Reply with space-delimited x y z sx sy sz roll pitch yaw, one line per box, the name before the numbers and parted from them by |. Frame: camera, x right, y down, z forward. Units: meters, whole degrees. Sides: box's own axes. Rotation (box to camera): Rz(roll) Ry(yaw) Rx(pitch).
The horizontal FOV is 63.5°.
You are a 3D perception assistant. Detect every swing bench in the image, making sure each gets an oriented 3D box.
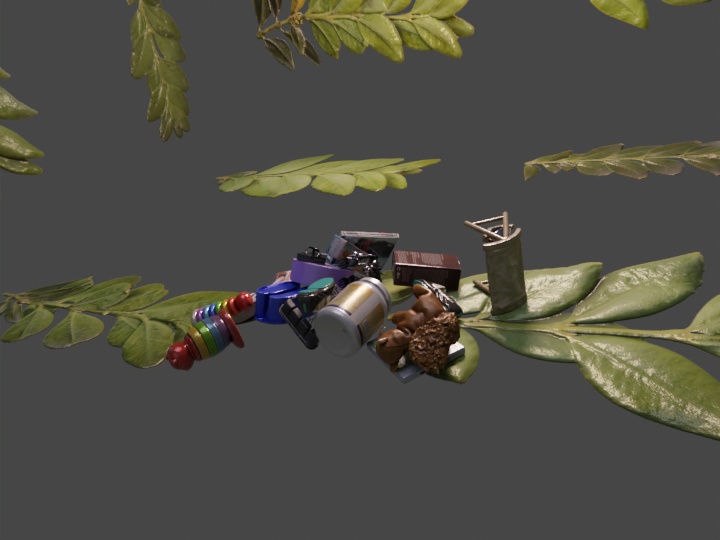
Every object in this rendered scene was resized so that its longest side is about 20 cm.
swing bench | 0.377 -0.023 1.582 0.126 0.203 0.201 -12 25 -1

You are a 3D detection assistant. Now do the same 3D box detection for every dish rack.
dish rack | -0.111 0.114 1.631 0.198 0.055 0.154 -27 69 -43

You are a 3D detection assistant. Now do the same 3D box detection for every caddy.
caddy | -0.221 0.105 1.713 0.140 0.108 0.197 17 21 41

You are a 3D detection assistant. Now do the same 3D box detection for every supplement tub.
supplement tub | -0.015 0.119 1.542 0.142 0.148 0.200 6 30 34

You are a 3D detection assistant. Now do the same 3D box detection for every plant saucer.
plant saucer | 0.086 0.058 1.757 0.195 0.032 0.201 -10 26 5

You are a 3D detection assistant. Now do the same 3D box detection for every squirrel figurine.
squirrel figurine | 0.129 0.156 1.364 0.184 0.144 0.199 -29 27 -19

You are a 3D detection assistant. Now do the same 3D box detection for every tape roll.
tape roll | -0.118 0.013 1.798 0.195 0.067 0.200 12 4 -1

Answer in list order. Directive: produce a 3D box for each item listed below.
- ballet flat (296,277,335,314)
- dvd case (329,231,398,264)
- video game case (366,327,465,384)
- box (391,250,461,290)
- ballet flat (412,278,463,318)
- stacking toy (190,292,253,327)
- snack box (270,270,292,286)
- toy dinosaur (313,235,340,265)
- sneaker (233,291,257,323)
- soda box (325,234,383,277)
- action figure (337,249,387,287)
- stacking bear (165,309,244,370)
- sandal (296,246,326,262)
ballet flat | -0.119 0.072 1.555 0.066 0.070 0.200 -2 10 20
dvd case | 0.011 -0.069 1.871 0.195 0.147 0.022 2 52 -21
video game case | 0.135 0.194 1.461 0.179 0.023 0.199 -22 26 -19
box | 0.192 -0.002 1.722 0.194 0.077 0.101 3 26 -1
ballet flat | 0.218 0.082 1.614 0.067 0.069 0.200 -11 33 -21
stacking toy | -0.406 0.123 1.740 0.196 0.087 0.086 -23 22 14
snack box | -0.265 0.058 1.935 0.070 0.025 0.201 -8 26 11
toy dinosaur | -0.062 -0.036 1.980 0.103 0.199 0.186 -5 62 40
sneaker | -0.321 0.092 1.820 0.195 0.076 0.085 -15 37 -6
soda box | -0.015 -0.036 1.811 0.068 0.199 0.064 29 88 44
action figure | 0.000 0.000 1.707 0.100 0.122 0.199 -5 -2 30
stacking bear | -0.445 0.206 1.625 0.198 0.116 0.120 -32 31 -27
sandal | -0.148 -0.050 1.821 0.074 0.044 0.200 11 3 4
